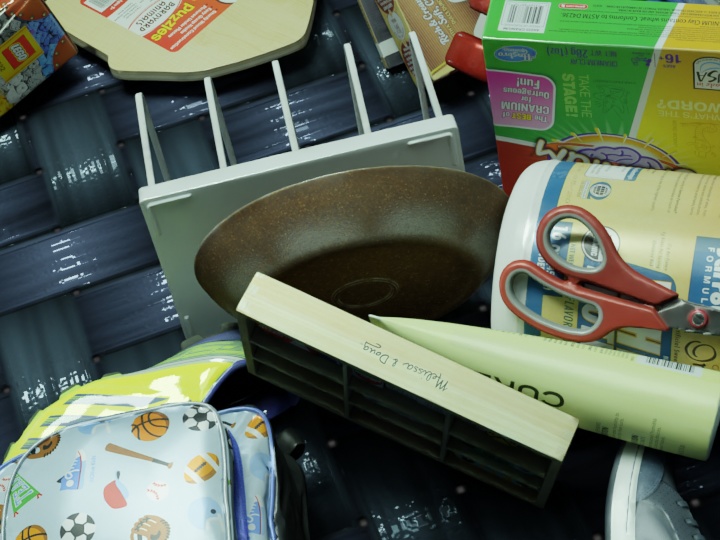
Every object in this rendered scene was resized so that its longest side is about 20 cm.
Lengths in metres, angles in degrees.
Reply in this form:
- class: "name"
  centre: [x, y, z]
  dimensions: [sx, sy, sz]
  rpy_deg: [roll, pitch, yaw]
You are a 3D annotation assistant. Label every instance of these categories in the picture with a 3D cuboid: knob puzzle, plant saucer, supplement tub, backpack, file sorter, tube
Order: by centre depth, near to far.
- class: "backpack"
  centre: [-0.129, 0.171, 1.062]
  dimensions: [0.190, 0.154, 0.200]
  rpy_deg: [-15, 52, 12]
- class: "tube"
  centre: [0.104, 0.062, 1.067]
  dimensions: [0.200, 0.058, 0.052]
  rpy_deg: [13, 28, 11]
- class: "supplement tub"
  centre: [0.189, 0.013, 1.126]
  dimensions: [0.200, 0.145, 0.145]
  rpy_deg: [6, 52, 16]
- class: "plant saucer"
  centre: [0.000, 0.000, 1.148]
  dimensions: [0.200, 0.200, 0.037]
  rpy_deg: [-11, 64, 1]
- class: "file sorter"
  centre: [-0.036, -0.060, 1.238]
  dimensions: [0.200, 0.139, 0.125]
  rpy_deg: [-13, 46, 0]
- class: "knob puzzle"
  centre: [-0.117, -0.203, 1.442]
  dimensions: [0.219, 0.030, 0.220]
  rpy_deg: [-5, 49, 6]

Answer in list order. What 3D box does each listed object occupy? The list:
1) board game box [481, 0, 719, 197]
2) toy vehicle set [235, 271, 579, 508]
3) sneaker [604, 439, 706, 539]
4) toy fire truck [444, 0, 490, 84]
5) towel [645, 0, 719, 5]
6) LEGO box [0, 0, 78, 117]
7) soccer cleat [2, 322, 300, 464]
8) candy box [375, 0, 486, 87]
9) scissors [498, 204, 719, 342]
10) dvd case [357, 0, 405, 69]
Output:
- class: "board game box"
  centre: [0.162, -0.083, 1.176]
  dimensions: [0.153, 0.200, 0.040]
  rpy_deg: [5, 53, 16]
- class: "toy vehicle set"
  centre: [0.025, 0.072, 1.090]
  dimensions: [0.200, 0.124, 0.027]
  rpy_deg: [24, 73, 9]
- class: "sneaker"
  centre: [0.204, 0.177, 1.029]
  dimensions: [0.146, 0.077, 0.203]
  rpy_deg: [-2, 52, 13]
- class: "toy fire truck"
  centre: [0.162, -0.150, 1.245]
  dimensions: [0.168, 0.200, 0.112]
  rpy_deg: [26, 98, 24]
- class: "towel"
  centre: [0.208, -0.214, 1.268]
  dimensions: [0.147, 0.024, 0.200]
  rpy_deg: [44, 29, -5]
- class: "LEGO box"
  centre: [-0.333, -0.189, 1.424]
  dimensions: [0.149, 0.077, 0.200]
  rpy_deg: [-41, 54, -8]
- class: "soccer cleat"
  centre: [-0.130, 0.098, 1.166]
  dimensions: [0.200, 0.065, 0.084]
  rpy_deg: [-28, 38, -15]
- class: "candy box"
  centre: [0.053, -0.245, 1.349]
  dimensions: [0.115, 0.200, 0.055]
  rpy_deg: [-27, 6, -11]
- class: "scissors"
  centre: [0.174, 0.030, 1.051]
  dimensions: [0.200, 0.014, 0.073]
  rpy_deg: [26, 99, 12]
- class: "dvd case"
  centre: [0.048, -0.268, 1.385]
  dimensions: [0.149, 0.200, 0.016]
  rpy_deg: [-24, 5, -9]
